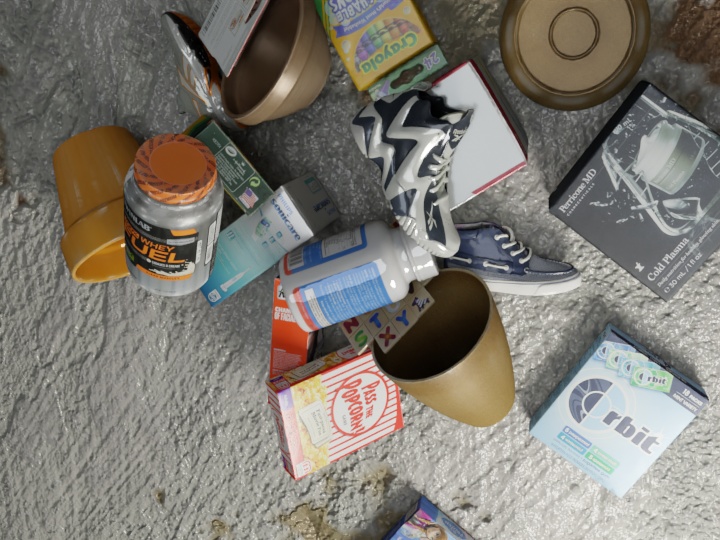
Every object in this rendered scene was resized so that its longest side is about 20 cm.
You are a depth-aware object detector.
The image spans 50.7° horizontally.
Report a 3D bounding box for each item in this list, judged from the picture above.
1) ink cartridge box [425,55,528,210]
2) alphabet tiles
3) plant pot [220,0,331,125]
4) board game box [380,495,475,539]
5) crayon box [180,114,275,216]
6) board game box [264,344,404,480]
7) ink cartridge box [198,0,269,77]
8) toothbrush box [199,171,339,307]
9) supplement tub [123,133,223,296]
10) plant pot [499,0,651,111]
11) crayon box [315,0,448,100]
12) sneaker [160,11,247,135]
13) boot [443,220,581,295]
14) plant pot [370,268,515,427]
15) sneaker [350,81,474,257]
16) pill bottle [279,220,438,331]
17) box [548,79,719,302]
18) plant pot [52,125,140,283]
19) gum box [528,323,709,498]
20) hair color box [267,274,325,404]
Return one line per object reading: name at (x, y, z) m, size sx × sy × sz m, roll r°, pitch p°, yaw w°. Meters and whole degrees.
ink cartridge box at (0.126, -0.179, 0.994) m, size 0.144 × 0.200 × 0.146 m, roll -31°, pitch 98°, yaw 20°
alphabet tiles at (0.025, 0.019, 1.089) m, size 0.167 × 0.201 × 0.006 m, roll -47°, pitch 133°, yaw 10°
plant pot at (-0.105, -0.287, 1.055) m, size 0.092 × 0.202 × 0.202 m, roll 21°, pitch 115°, yaw -35°
board game box at (0.117, 0.511, 1.265) m, size 0.198 × 0.043 × 0.201 m, roll 38°, pitch 110°, yaw 0°
crayon box at (-0.193, -0.153, 1.070) m, size 0.051 × 0.200 × 0.127 m, roll -41°, pitch 112°, yaw -4°
board game box at (-0.034, 0.202, 1.142) m, size 0.198 × 0.046 × 0.154 m, roll -21°, pitch 115°, yaw -26°
ink cartridge box at (-0.142, -0.372, 1.029) m, size 0.043 × 0.174 × 0.201 m, roll 18°, pitch 114°, yaw -37°
toothbrush box at (-0.144, -0.049, 1.124) m, size 0.199 × 0.146 × 0.086 m, roll -32°, pitch 95°, yaw 20°
supplement tub at (-0.238, -0.068, 0.964) m, size 0.121 × 0.123 × 0.201 m, roll 27°, pitch 142°, yaw 5°
plant pot at (0.283, -0.314, 1.009) m, size 0.197 × 0.027 × 0.203 m, roll 4°, pitch 106°, yaw 14°
crayon box at (0.020, -0.343, 1.054) m, size 0.125 × 0.052 × 0.202 m, roll -28°, pitch 97°, yaw 19°
sneaker at (-0.252, -0.282, 1.129) m, size 0.091 × 0.076 × 0.202 m, roll -27°, pitch 96°, yaw 23°
boot at (0.213, -0.020, 1.080) m, size 0.197 × 0.073 × 0.092 m, roll 1°, pitch 111°, yaw 14°
plant pot at (0.142, 0.131, 1.084) m, size 0.185 × 0.188 × 0.200 m, roll -25°, pitch 130°, yaw 19°
sneaker at (0.089, -0.123, 0.868) m, size 0.129 × 0.079 × 0.201 m, roll -29°, pitch 89°, yaw 30°
pill bottle at (0.000, 0.000, 1.019) m, size 0.197 × 0.112 × 0.114 m, roll -19°, pitch 100°, yaw 9°
box at (0.383, -0.106, 0.992) m, size 0.196 × 0.124 × 0.201 m, roll 37°, pitch 110°, yaw 4°
plant pot at (-0.373, -0.108, 1.153) m, size 0.198 × 0.200 × 0.185 m, roll -28°, pitch 81°, yaw 19°
gum box at (0.375, 0.208, 1.118) m, size 0.169 × 0.045 × 0.201 m, roll 34°, pitch 111°, yaw 3°
hair color box at (-0.094, 0.096, 1.169) m, size 0.063 × 0.111 × 0.203 m, roll 7°, pitch 107°, yaw 11°
